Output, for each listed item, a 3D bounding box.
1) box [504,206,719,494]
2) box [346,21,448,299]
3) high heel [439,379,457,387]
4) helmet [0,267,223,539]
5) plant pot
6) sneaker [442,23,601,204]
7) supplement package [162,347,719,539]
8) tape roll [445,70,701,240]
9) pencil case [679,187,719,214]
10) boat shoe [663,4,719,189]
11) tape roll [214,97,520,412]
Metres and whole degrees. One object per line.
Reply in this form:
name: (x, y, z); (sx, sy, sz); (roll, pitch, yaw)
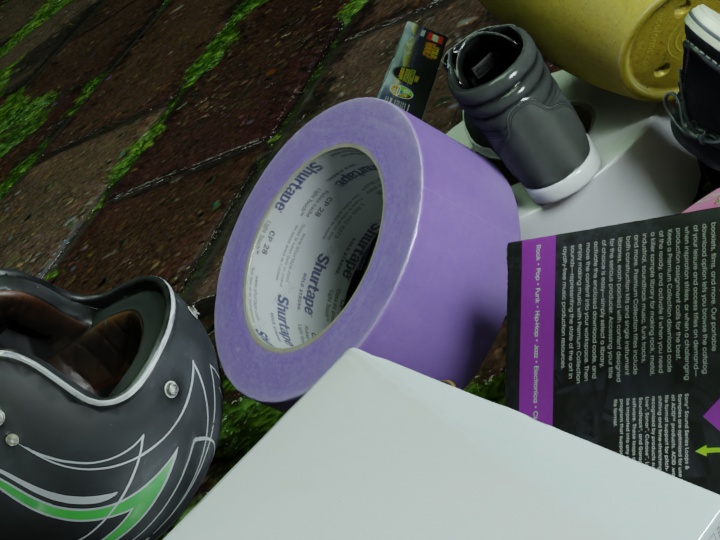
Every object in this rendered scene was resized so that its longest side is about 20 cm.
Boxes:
box: (0.159, 0.045, 0.707); (0.199, 0.036, 0.144); (-10, 71, 41)
box: (0.016, -0.088, 1.121); (0.200, 0.040, 0.137); (-72, 3, -54)
high heel: (0.034, 0.135, 0.757); (0.142, 0.072, 0.200); (8, 44, 42)
helmet: (-0.185, 0.096, 0.925); (0.200, 0.190, 0.201); (-169, 90, -70)
plant pot: (0.177, -0.189, 0.908); (0.199, 0.200, 0.142); (-29, 54, 8)
sneaker: (0.092, -0.121, 0.944); (0.071, 0.099, 0.200); (-32, 23, 4)
supplement package: (0.019, 0.169, 0.549); (0.191, 0.148, 0.200); (19, 54, 42)
tape roll: (0.127, -0.059, 0.991); (0.202, 0.071, 0.203); (-27, 24, 13)
pencil case: (0.224, -0.023, 0.794); (0.200, 0.087, 0.083); (-34, 56, -5)
boat shoe: (0.216, -0.091, 0.846); (0.062, 0.200, 0.075); (-46, 65, 3)
tape roll: (0.000, 0.000, 0.909); (0.200, 0.085, 0.201); (-32, 45, 38)
